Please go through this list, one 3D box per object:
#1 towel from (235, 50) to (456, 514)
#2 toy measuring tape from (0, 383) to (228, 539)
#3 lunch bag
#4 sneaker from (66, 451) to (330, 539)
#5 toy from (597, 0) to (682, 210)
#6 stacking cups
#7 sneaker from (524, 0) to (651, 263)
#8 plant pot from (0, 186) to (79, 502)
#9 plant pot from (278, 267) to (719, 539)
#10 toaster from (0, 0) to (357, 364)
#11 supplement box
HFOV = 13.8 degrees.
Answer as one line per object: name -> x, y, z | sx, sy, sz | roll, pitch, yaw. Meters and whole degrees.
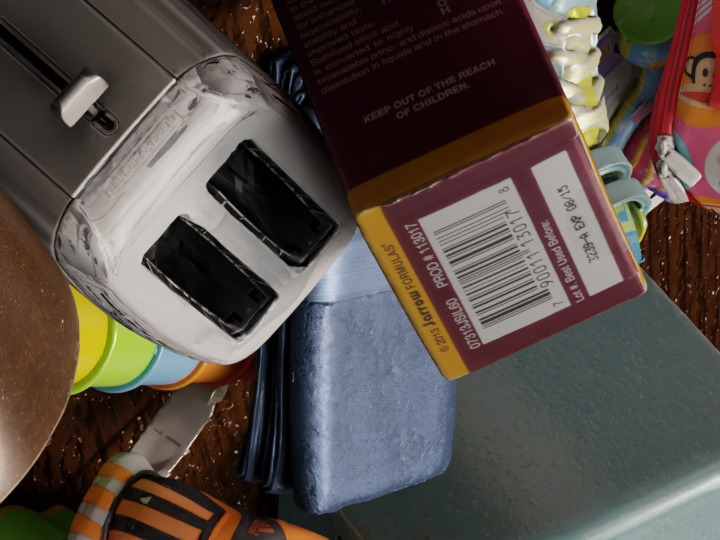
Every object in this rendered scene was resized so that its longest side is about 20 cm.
towel -> 0.000, 0.000, 1.307 | 0.112, 0.048, 0.200 | -10, 107, -45
toy measuring tape -> -0.131, 0.111, 1.311 | 0.200, 0.074, 0.074 | -52, 154, -16
lunch bag -> 0.207, -0.121, 1.418 | 0.176, 0.082, 0.200 | 15, 88, -61
sneaker -> -0.054, 0.148, 1.299 | 0.078, 0.112, 0.200 | -65, 164, -11
toy -> 0.160, -0.076, 1.515 | 0.115, 0.047, 0.200 | -42, 151, -12
stacking cups -> -0.096, 0.022, 1.266 | 0.061, 0.060, 0.200 | -58, 156, 16
sneaker -> 0.097, -0.074, 1.337 | 0.079, 0.131, 0.200 | -11, 133, -48
plant pot -> -0.209, -0.023, 0.934 | 0.187, 0.187, 0.200 | -39, 135, -19
plant pot -> 0.069, 0.120, 1.484 | 0.200, 0.196, 0.197 | -26, 145, -24
toaster -> -0.086, -0.045, 1.109 | 0.114, 0.129, 0.200 | -48, 152, -2
supplement box -> 0.025, -0.075, 1.110 | 0.086, 0.200, 0.110 | -24, 140, 4
